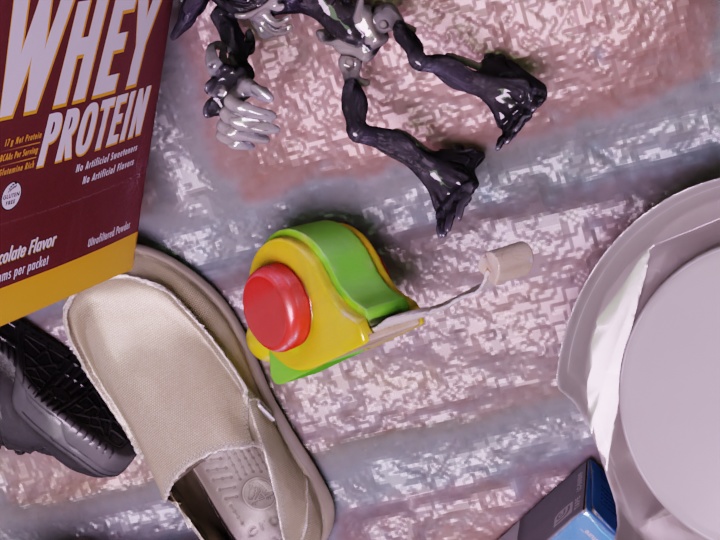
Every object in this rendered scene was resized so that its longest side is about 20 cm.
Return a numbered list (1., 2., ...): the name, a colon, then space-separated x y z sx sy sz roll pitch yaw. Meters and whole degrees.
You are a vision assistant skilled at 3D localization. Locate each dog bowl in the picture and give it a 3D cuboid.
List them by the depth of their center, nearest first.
1. dog bowl: 0.192 0.057 0.730 0.199 0.059 0.201 0 90 26

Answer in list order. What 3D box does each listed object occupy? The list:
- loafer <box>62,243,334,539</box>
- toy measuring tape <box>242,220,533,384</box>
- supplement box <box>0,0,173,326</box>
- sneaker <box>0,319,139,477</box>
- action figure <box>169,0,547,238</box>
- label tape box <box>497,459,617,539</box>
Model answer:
1. loafer: -0.081 0.074 0.805 0.076 0.068 0.200 -33 102 15
2. toy measuring tape: 0.000 0.000 0.742 0.074 0.074 0.200 50 142 -9
3. supplement box: -0.199 -0.107 0.700 0.196 0.133 0.201 20 112 21
4. sneaker: -0.217 0.063 0.830 0.200 0.060 0.104 39 111 -2
5. action figure: -0.015 -0.109 0.718 0.200 0.102 0.119 35 111 -8
6. label tape box: 0.099 0.217 0.830 0.144 0.063 0.200 42 109 -7
